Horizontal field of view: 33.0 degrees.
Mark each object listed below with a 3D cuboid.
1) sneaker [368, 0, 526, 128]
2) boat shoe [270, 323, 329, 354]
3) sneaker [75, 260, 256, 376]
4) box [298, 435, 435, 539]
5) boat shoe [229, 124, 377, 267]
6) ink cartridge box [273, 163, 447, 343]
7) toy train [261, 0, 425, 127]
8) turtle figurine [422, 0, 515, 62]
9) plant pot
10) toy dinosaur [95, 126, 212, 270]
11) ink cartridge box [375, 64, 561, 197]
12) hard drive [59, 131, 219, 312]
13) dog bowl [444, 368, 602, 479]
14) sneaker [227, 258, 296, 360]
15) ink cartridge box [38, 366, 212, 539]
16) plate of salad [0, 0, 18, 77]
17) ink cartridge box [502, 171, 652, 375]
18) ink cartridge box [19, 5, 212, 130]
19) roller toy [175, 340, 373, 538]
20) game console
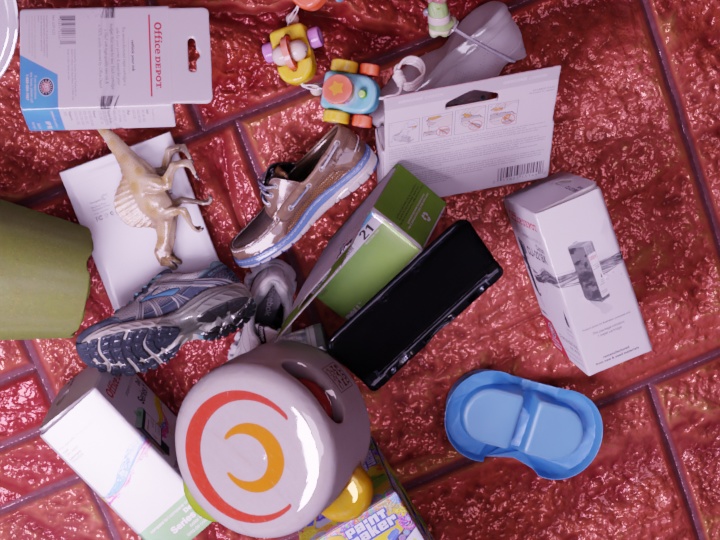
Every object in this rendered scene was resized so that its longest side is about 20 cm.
[{"bbox_3d":[0.105,-0.210,1.381,0.199,0.075,0.089,-38,120,1],"label":"sneaker"},{"bbox_3d":[-0.061,0.146,1.390,0.064,0.075,0.203,-9,132,-4],"label":"boat shoe"},{"bbox_3d":[-0.220,0.049,1.339,0.198,0.087,0.078,-18,142,-20],"label":"sneaker"},{"bbox_3d":[0.022,0.324,1.395,0.121,0.200,0.194,-30,102,-1],"label":"box"},{"bbox_3d":[-0.078,-0.088,1.361,0.200,0.072,0.072,-41,119,4],"label":"boat shoe"},{"bbox_3d":[0.000,0.000,1.309,0.076,0.201,0.148,37,130,-8],"label":"ink cartridge box"},{"bbox_3d":[-0.030,-0.253,1.326,0.150,0.056,0.200,-42,80,13],"label":"toy train"},{"bbox_3d":[0.106,-0.329,1.315,0.199,0.194,0.145,-7,128,-41],"label":"turtle figurine"},{"bbox_3d":[-0.390,-0.001,1.299,0.188,0.200,0.202,8,99,-23],"label":"plant pot"},{"bbox_3d":[-0.227,-0.096,1.329,0.100,0.058,0.201,-26,102,-2],"label":"toy dinosaur"},{"bbox_3d":[0.116,-0.158,1.349,0.198,0.045,0.177,-11,142,-7],"label":"ink cartridge box"},{"bbox_3d":[-0.241,-0.040,1.379,0.131,0.027,0.202,-21,102,-5],"label":"hard drive"},{"bbox_3d":[0.192,0.180,1.471,0.198,0.050,0.113,15,98,-11],"label":"dog bowl"},{"bbox_3d":[-0.112,0.090,1.395,0.074,0.081,0.202,4,101,-11],"label":"sneaker"},{"bbox_3d":[-0.250,0.201,1.359,0.084,0.145,0.200,-40,103,6],"label":"ink cartridge box"},{"bbox_3d":[-0.453,-0.277,1.291,0.198,0.048,0.202,4,111,9],"label":"plate of salad"},{"bbox_3d":[0.246,-0.001,1.396,0.083,0.144,0.202,-21,102,-4],"label":"ink cartridge box"},{"bbox_3d":[-0.259,-0.216,1.303,0.198,0.067,0.117,-2,75,-8],"label":"ink cartridge box"},{"bbox_3d":[-0.085,0.172,1.270,0.198,0.140,0.185,3,101,21],"label":"roller toy"},{"bbox_3d":[0.046,0.022,1.348,0.200,0.176,0.117,-42,114,1],"label":"game console"}]
